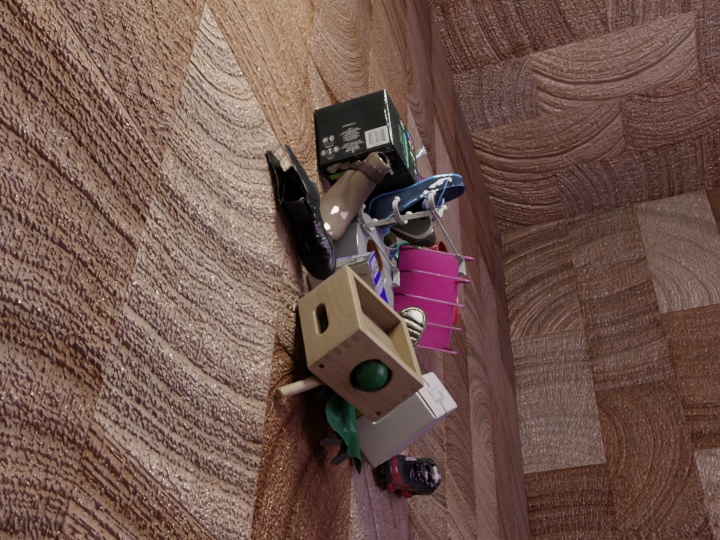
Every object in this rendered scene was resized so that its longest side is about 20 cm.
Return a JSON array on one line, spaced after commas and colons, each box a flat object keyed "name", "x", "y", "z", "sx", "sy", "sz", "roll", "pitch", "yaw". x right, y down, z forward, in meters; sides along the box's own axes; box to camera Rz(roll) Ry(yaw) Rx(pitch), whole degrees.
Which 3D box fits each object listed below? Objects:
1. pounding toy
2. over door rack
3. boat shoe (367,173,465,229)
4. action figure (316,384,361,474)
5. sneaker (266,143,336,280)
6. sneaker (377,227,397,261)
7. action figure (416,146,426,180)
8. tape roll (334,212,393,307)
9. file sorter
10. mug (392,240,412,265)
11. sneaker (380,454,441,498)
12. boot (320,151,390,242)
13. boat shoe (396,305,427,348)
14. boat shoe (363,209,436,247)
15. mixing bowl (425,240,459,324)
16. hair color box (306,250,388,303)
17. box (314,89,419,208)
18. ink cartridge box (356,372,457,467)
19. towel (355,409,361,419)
[{"name": "pounding toy", "x": -0.022, "y": 0.125, "z": 1.283, "sx": 0.184, "sy": 0.142, "sz": 0.201, "roll": 43, "pitch": 19, "yaw": -32}, {"name": "over door rack", "x": 0.095, "y": -0.063, "z": 1.583, "sx": 0.201, "sy": 0.146, "sz": 0.067, "roll": 61, "pitch": 28, "yaw": -43}, {"name": "boat shoe", "x": 0.114, "y": -0.121, "z": 1.666, "sx": 0.085, "sy": 0.198, "sz": 0.069, "roll": 77, "pitch": -11, "yaw": -56}, {"name": "action figure", "x": -0.034, "y": 0.207, "z": 1.350, "sx": 0.201, "sy": 0.054, "sz": 0.119, "roll": -90, "pitch": 161, "yaw": -57}, {"name": "sneaker", "x": -0.092, "y": -0.088, "z": 1.347, "sx": 0.104, "sy": 0.059, "sz": 0.202, "roll": 29, "pitch": 46, "yaw": -72}, {"name": "sneaker", "x": 0.041, "y": -0.030, "z": 1.744, "sx": 0.201, "sy": 0.076, "sz": 0.076, "roll": 63, "pitch": 20, "yaw": -54}, {"name": "action figure", "x": 0.075, "y": -0.243, "z": 2.042, "sx": 0.150, "sy": 0.133, "sz": 0.200, "roll": -55, "pitch": 137, "yaw": -6}, {"name": "tape roll", "x": 0.000, "y": 0.000, "z": 1.586, "sx": 0.200, "sy": 0.065, "sz": 0.203, "roll": -13, "pitch": 90, "yaw": -73}, {"name": "file sorter", "x": 0.141, "y": 0.059, "z": 1.744, "sx": 0.125, "sy": 0.137, "sz": 0.203, "roll": -178, "pitch": -82, "yaw": -80}, {"name": "mug", "x": 0.130, "y": 0.037, "z": 1.879, "sx": 0.152, "sy": 0.113, "sz": 0.187, "roll": -93, "pitch": 174, "yaw": -73}, {"name": "sneaker", "x": 0.096, "y": 0.378, "z": 1.620, "sx": 0.200, "sy": 0.097, "sz": 0.072, "roll": 47, "pitch": 36, "yaw": -60}, {"name": "boot", "x": -0.011, "y": -0.136, "z": 1.488, "sx": 0.070, "sy": 0.146, "sz": 0.200, "roll": 43, "pitch": 18, "yaw": -16}, {"name": "boat shoe", "x": 0.051, "y": 0.152, "z": 1.566, "sx": 0.200, "sy": 0.071, "sz": 0.076, "roll": -49, "pitch": 160, "yaw": -21}, {"name": "boat shoe", "x": 0.071, "y": -0.105, "z": 1.759, "sx": 0.201, "sy": 0.072, "sz": 0.061, "roll": 35, "pitch": -13, "yaw": 37}, {"name": "mixing bowl", "x": 0.160, "y": 0.039, "z": 2.062, "sx": 0.200, "sy": 0.107, "sz": 0.203, "roll": -12, "pitch": 90, "yaw": -75}, {"name": "hair color box", "x": -0.006, "y": 0.079, "z": 1.437, "sx": 0.065, "sy": 0.108, "sz": 0.202, "roll": -62, "pitch": 139, "yaw": -67}, {"name": "box", "x": 0.017, "y": -0.224, "z": 1.657, "sx": 0.200, "sy": 0.147, "sz": 0.126, "roll": 49, "pitch": 31, "yaw": -62}, {"name": "ink cartridge box", "x": 0.075, "y": 0.256, "z": 1.509, "sx": 0.083, "sy": 0.146, "sz": 0.200, "roll": 52, "pitch": 11, "yaw": 12}, {"name": "towel", "x": 0.030, "y": 0.228, "z": 1.518, "sx": 0.018, "sy": 0.086, "sz": 0.200, "roll": 53, "pitch": 8, "yaw": 13}]
